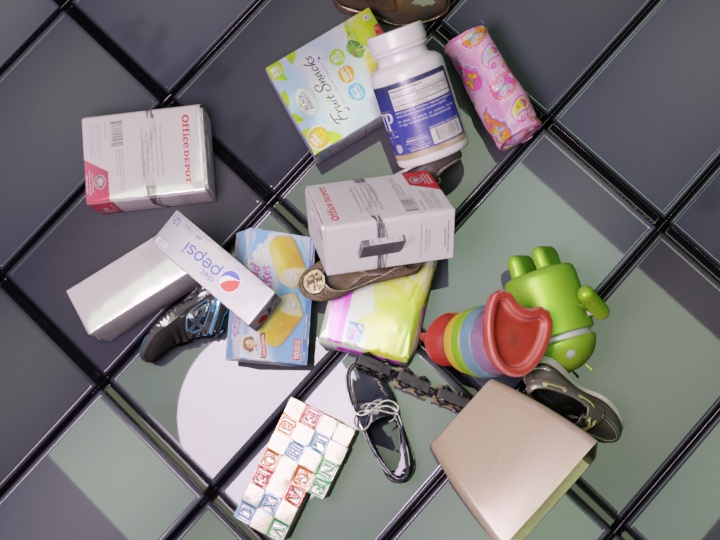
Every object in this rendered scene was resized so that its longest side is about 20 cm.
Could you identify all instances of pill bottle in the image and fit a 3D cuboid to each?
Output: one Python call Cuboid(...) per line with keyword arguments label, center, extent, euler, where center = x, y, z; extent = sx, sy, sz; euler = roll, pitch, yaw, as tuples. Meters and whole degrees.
Cuboid(label="pill bottle", center=(0.083, -0.271, 1.624), extent=(0.118, 0.120, 0.203), euler=(-19, 101, 0))

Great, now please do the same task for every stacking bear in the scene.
Cuboid(label="stacking bear", center=(0.170, 0.103, 1.579), extent=(0.120, 0.199, 0.115), euler=(23, 74, -29))

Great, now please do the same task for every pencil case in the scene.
Cuboid(label="pencil case", center=(0.212, -0.295, 1.701), extent=(0.087, 0.087, 0.202), euler=(-28, 79, -2))

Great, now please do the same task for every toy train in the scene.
Cuboid(label="toy train", center=(0.082, 0.176, 1.631), extent=(0.198, 0.046, 0.035), euler=(23, 71, -8))

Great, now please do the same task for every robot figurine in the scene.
Cuboid(label="robot figurine", center=(0.290, 0.066, 1.617), extent=(0.174, 0.115, 0.203), euler=(-20, 80, 27))

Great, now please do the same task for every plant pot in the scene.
Cuboid(label="plant pot", center=(0.216, 0.277, 1.558), extent=(0.200, 0.200, 0.177), euler=(-46, 70, -4))

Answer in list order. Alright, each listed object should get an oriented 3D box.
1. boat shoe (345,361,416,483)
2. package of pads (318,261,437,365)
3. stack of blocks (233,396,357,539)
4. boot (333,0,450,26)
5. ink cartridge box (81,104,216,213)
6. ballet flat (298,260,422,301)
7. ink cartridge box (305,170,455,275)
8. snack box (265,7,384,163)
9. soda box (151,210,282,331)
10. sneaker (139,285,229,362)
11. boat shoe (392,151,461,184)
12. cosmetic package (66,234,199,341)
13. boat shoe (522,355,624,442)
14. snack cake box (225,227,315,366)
Cuboid(label="boat shoe", center=(0.028, 0.232, 1.633), extent=(0.074, 0.062, 0.203), euler=(-19, 79, 2))
Cuboid(label="package of pads", center=(0.031, 0.037, 1.662), extent=(0.152, 0.068, 0.203), euler=(12, 82, 6))
Cuboid(label="stack of blocks", center=(-0.098, 0.311, 1.628), extent=(0.114, 0.059, 0.202), euler=(26, 83, 7))
Cuboid(label="boot", center=(0.048, -0.451, 1.727), extent=(0.197, 0.097, 0.076), euler=(5, 81, 4))
Cuboid(label="ink cartridge box", center=(-0.338, -0.178, 1.712), extent=(0.197, 0.085, 0.148), euler=(-6, 80, 4))
Cuboid(label="ballet flat", center=(0.000, 0.000, 1.613), extent=(0.197, 0.046, 0.068), euler=(-12, 78, 3))
Cuboid(label="ink cartridge box", center=(0.026, -0.073, 1.580), extent=(0.197, 0.145, 0.085), euler=(-7, 121, -12))
Cuboid(label="snack box", center=(-0.028, -0.299, 1.722), extent=(0.198, 0.068, 0.170), euler=(-31, 81, -1))
Cuboid(label="soda box", center=(-0.212, 0.001, 1.572), extent=(0.199, 0.068, 0.064), euler=(39, 85, 11))
Cuboid(label="sneaker", center=(-0.261, 0.084, 1.669), extent=(0.200, 0.073, 0.082), euler=(-42, 88, -2))
Cuboid(label="boat shoe", center=(0.077, -0.135, 1.689), extent=(0.198, 0.067, 0.058), euler=(-24, 90, -6))
Cuboid(label="cosmetic package", center=(-0.345, 0.023, 1.668), extent=(0.198, 0.108, 0.086), euler=(-30, 80, -3))
Cuboid(label="boat shoe", center=(0.318, 0.206, 1.582), extent=(0.201, 0.072, 0.061), euler=(37, 40, -21))
Cuboid(label="snack cake box", center=(-0.140, 0.043, 1.649), extent=(0.114, 0.067, 0.203), euler=(8, 80, -27))
